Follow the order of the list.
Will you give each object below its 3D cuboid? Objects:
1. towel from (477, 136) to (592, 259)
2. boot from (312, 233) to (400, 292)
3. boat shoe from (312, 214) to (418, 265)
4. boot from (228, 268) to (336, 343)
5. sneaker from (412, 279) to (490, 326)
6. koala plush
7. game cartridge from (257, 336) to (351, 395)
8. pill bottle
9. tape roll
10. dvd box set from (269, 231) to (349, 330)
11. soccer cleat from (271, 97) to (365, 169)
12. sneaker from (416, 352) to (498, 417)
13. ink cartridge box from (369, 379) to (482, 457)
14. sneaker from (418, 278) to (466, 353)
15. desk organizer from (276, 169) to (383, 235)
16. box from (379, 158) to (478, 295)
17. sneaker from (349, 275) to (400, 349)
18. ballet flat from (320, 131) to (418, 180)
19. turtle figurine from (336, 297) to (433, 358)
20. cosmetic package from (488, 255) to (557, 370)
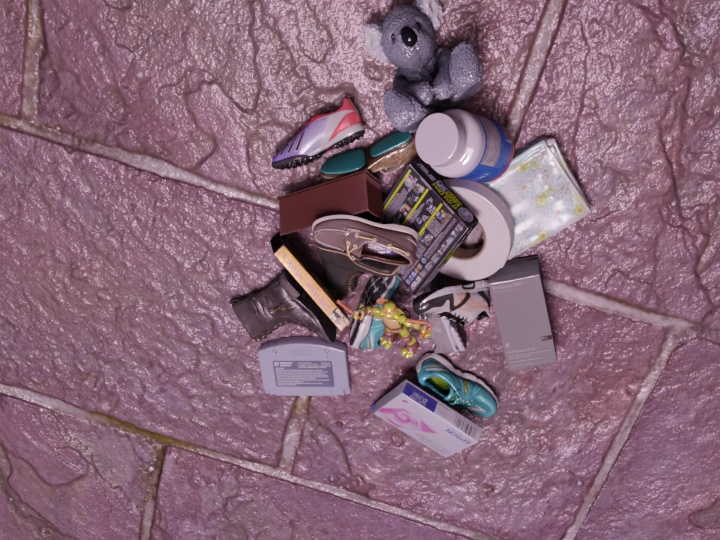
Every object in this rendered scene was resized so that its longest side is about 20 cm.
[{"bbox_3d":[0.307,-0.131,1.413,0.197,0.048,0.173,-30,108,21],"label":"towel"},{"bbox_3d":[0.000,0.000,1.477,0.198,0.077,0.141,28,141,36],"label":"boot"},{"bbox_3d":[0.006,-0.050,1.370,0.195,0.061,0.072,9,147,0],"label":"boat shoe"},{"bbox_3d":[-0.162,0.102,1.596,0.173,0.069,0.201,-33,101,26],"label":"boot"},{"bbox_3d":[0.182,0.067,1.449,0.073,0.196,0.082,-17,83,53],"label":"sneaker"},{"bbox_3d":[0.096,-0.358,1.292,0.175,0.184,0.203,-30,88,11],"label":"koala plush"},{"bbox_3d":[-0.121,0.209,1.652,0.194,0.042,0.136,-1,112,9],"label":"game cartridge"},{"bbox_3d":[0.175,-0.213,1.296,0.110,0.198,0.116,1,92,36],"label":"pill bottle"},{"bbox_3d":[0.191,-0.074,1.429,0.198,0.037,0.207,16,128,20],"label":"tape roll"},{"bbox_3d":[-0.101,0.019,1.495,0.029,0.146,0.201,-40,105,1],"label":"dvd box set"},{"bbox_3d":[-0.086,-0.249,1.414,0.196,0.068,0.075,-22,88,22],"label":"soccer cleat"},{"bbox_3d":[0.199,0.256,1.593,0.197,0.080,0.078,30,117,-7],"label":"sneaker"},{"bbox_3d":[0.129,0.327,1.617,0.194,0.044,0.200,32,144,-7],"label":"ink cartridge box"},{"bbox_3d":[0.143,0.090,1.531,0.080,0.075,0.203,-20,110,20],"label":"sneaker"},{"bbox_3d":[-0.057,-0.116,1.427,0.196,0.071,0.079,-14,70,26],"label":"desk organizer"},{"bbox_3d":[0.107,-0.078,1.409,0.161,0.044,0.201,48,133,14],"label":"box"},{"bbox_3d":[0.039,0.080,1.555,0.078,0.078,0.203,12,124,-18],"label":"sneaker"},{"bbox_3d":[0.021,-0.198,1.417,0.196,0.072,0.066,-17,135,20],"label":"ballet flat"},{"bbox_3d":[0.057,0.099,1.472,0.195,0.066,0.162,10,150,19],"label":"turtle figurine"},{"bbox_3d":[0.319,0.083,1.495,0.104,0.091,0.204,-12,117,16],"label":"cosmetic package"}]
